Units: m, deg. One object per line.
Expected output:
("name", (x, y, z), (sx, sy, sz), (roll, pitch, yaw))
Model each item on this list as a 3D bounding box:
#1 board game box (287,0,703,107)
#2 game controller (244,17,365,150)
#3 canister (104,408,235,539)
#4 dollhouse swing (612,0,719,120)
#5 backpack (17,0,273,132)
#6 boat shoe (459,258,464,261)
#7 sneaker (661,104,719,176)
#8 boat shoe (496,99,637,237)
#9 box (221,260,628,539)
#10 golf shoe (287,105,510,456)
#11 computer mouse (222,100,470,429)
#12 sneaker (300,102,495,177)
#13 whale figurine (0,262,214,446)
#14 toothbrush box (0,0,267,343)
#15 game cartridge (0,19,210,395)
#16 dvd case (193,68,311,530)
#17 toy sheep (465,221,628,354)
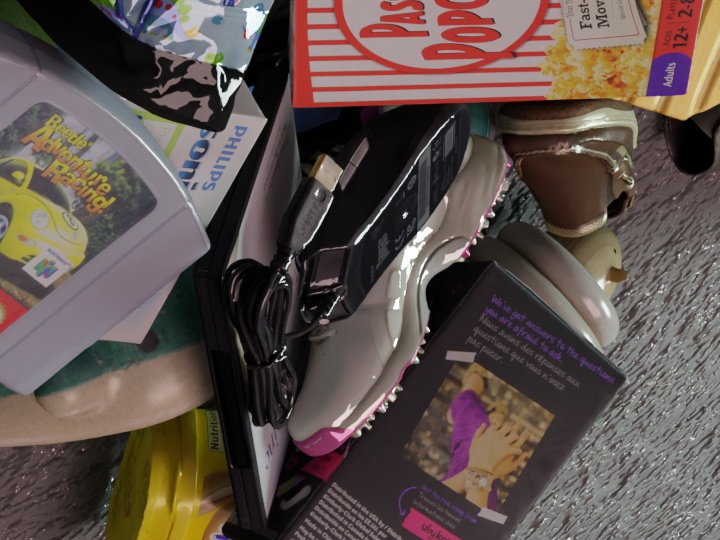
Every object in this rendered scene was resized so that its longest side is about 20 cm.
("board game box", (0.065, -0.147, 1.274), (0.199, 0.046, 0.152), (-2, 142, -2))
("game controller", (-0.055, -0.087, 1.382), (0.199, 0.042, 0.105), (-21, 145, -27))
("canister", (-0.041, 0.148, 1.574), (0.199, 0.087, 0.149), (7, 139, -14))
("dollhouse swing", (0.175, -0.170, 1.326), (0.199, 0.182, 0.176), (15, 90, -27))
("backpack", (-0.081, -0.189, 1.113), (0.154, 0.163, 0.200), (25, 106, -42))
("boat shoe", (-0.007, 0.036, 1.565), (0.066, 0.074, 0.200), (-11, 140, -48))
("sneaker", (0.253, -0.133, 1.621), (0.106, 0.075, 0.200), (-28, 149, -25))
("boat shoe", (0.126, -0.057, 1.516), (0.074, 0.075, 0.202), (-3, 179, 17))
("box", (0.033, 0.101, 1.458), (0.200, 0.106, 0.122), (-52, -168, -10))
("golf shoe", (0.000, 0.000, 1.401), (0.075, 0.091, 0.200), (-15, -136, 62))
("computer mouse", (-0.014, -0.031, 1.298), (0.200, 0.046, 0.141), (-55, 160, -23))
("sneaker", (-0.011, -0.035, 1.468), (0.200, 0.071, 0.080), (-44, 154, 10))
("whale figurine", (-0.160, 0.035, 1.382), (0.199, 0.104, 0.159), (-15, -172, -2))
("toothbrush box", (-0.168, -0.053, 1.223), (0.199, 0.086, 0.146), (7, 128, -38))
("game cartridge", (-0.156, -0.031, 1.160), (0.133, 0.041, 0.200), (-42, 139, 6))
("dvd case", (-0.049, 0.017, 1.356), (0.017, 0.143, 0.200), (6, 139, 11))
("toy sheep", (0.084, 0.044, 1.624), (0.200, 0.138, 0.138), (-47, 151, -10))
